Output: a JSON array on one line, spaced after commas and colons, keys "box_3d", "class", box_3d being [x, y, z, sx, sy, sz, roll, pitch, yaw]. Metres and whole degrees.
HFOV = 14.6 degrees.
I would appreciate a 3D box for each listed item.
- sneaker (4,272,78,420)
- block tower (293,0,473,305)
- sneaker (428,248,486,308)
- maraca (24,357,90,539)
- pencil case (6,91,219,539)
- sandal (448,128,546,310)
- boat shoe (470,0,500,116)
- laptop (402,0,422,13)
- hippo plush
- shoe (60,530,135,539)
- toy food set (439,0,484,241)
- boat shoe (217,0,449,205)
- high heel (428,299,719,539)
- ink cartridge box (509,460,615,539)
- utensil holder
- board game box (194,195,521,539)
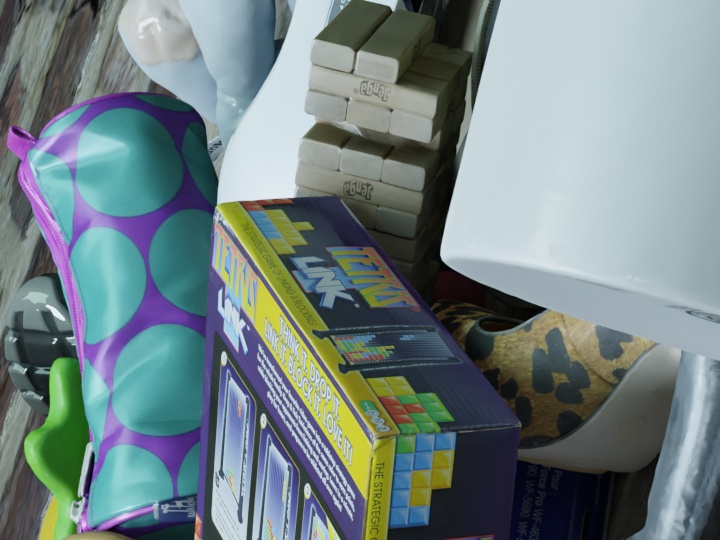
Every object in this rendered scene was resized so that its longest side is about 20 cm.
[{"box_3d": [-0.107, 0.057, 1.384, 0.075, 0.200, 0.080, 5, 55, 34], "class": "sneaker"}, {"box_3d": [0.000, 0.000, 1.114, 0.058, 0.054, 0.201, -51, -28, -61], "class": "block tower"}, {"box_3d": [0.007, 0.068, 1.211, 0.200, 0.073, 0.087, 122, 145, -47], "class": "sneaker"}, {"box_3d": [-0.097, 0.123, 1.297, 0.106, 0.201, 0.137, -1, 23, 36], "class": "maraca"}, {"box_3d": [-0.093, 0.027, 1.224, 0.085, 0.092, 0.201, 117, 144, -63], "class": "pencil case"}, {"box_3d": [0.084, -0.033, 1.016, 0.055, 0.082, 0.200, -45, 8, -33], "class": "sandal"}, {"box_3d": [0.099, -0.121, 1.087, 0.201, 0.072, 0.063, -68, 13, -6], "class": "boat shoe"}, {"box_3d": [0.067, -0.225, 1.095, 0.200, 0.103, 0.178, 68, -142, -50], "class": "laptop"}, {"box_3d": [-0.043, -0.057, 1.317, 0.200, 0.158, 0.162, 127, 157, -44], "class": "hippo plush"}, {"box_3d": [-0.092, 0.158, 1.113, 0.200, 0.053, 0.070, 30, 122, 55], "class": "shoe"}, {"box_3d": [0.076, -0.122, 1.208, 0.143, 0.060, 0.201, -25, 54, 62], "class": "toy food set"}, {"box_3d": [-0.003, -0.081, 1.208, 0.071, 0.068, 0.201, 18, 96, 30], "class": "boat shoe"}, {"box_3d": [0.088, 0.004, 0.969, 0.200, 0.071, 0.143, 37, 114, 56], "class": "high heel"}, {"box_3d": [0.034, 0.125, 1.082, 0.200, 0.039, 0.100, -43, 32, 57], "class": "ink cartridge box"}, {"box_3d": [0.124, -0.077, 0.803, 0.170, 0.169, 0.201, -177, 103, -73], "class": "utensil holder"}, {"box_3d": [-0.007, 0.087, 1.014, 0.200, 0.056, 0.166, -127, 39, -60], "class": "board game box"}]
